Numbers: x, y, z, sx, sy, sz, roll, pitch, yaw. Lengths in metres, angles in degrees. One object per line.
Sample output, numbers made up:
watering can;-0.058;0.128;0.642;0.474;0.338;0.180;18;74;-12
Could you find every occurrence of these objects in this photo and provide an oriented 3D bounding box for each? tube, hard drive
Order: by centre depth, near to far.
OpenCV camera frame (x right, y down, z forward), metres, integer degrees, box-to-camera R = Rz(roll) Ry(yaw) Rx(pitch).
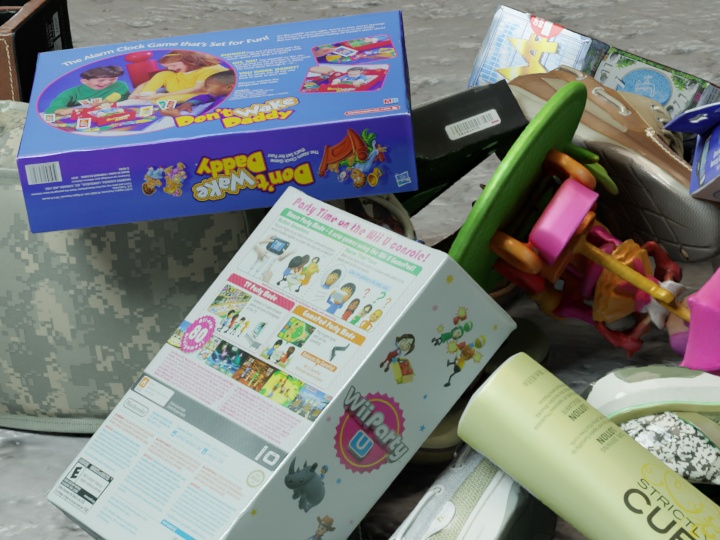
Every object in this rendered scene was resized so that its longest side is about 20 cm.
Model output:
tube;0.137;0.115;1.323;0.200;0.052;0.058;39;79;15
hard drive;-0.007;-0.043;1.699;0.140;0.038;0.200;-22;-10;-34

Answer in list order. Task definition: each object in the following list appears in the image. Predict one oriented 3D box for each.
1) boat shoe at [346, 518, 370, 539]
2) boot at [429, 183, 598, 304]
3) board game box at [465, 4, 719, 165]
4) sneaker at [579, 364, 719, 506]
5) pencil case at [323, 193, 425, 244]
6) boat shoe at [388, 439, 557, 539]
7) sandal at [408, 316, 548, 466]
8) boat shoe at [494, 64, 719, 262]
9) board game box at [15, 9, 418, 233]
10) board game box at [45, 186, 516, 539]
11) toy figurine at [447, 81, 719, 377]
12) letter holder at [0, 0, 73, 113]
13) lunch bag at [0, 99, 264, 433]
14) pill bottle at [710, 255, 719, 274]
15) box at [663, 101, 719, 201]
boat shoe;-0.034;0.116;1.418;0.073;0.062;0.200;-7;22;-7
boot;0.077;-0.025;1.737;0.074;0.076;0.200;18;32;41
board game box;0.178;-0.100;1.802;0.200;0.062;0.200;17;6;-37
sneaker;0.208;0.100;1.434;0.200;0.077;0.089;-3;53;1
pencil case;0.000;0.000;1.577;0.078;0.089;0.200;37;-3;7
boat shoe;0.055;0.114;1.394;0.065;0.074;0.202;6;31;16
sandal;0.037;0.055;1.561;0.080;0.057;0.201;9;24;25
boat shoe;0.152;-0.071;1.661;0.072;0.076;0.200;-35;45;-21
board game box;-0.072;-0.079;1.501;0.200;0.045;0.134;-6;28;3
board game box;-0.041;0.067;1.382;0.200;0.064;0.148;-52;35;-9
toy figurine;0.155;0.014;1.565;0.184;0.150;0.200;33;-9;10
letter holder;-0.246;-0.062;1.724;0.142;0.200;0.101;0;22;14
lunch bag;-0.131;0.001;1.590;0.200;0.164;0.118;6;26;25
pill bottle;0.305;-0.038;1.668;0.200;0.111;0.111;-6;22;-3
box;0.263;-0.052;1.532;0.200;0.042;0.119;7;-8;-5
